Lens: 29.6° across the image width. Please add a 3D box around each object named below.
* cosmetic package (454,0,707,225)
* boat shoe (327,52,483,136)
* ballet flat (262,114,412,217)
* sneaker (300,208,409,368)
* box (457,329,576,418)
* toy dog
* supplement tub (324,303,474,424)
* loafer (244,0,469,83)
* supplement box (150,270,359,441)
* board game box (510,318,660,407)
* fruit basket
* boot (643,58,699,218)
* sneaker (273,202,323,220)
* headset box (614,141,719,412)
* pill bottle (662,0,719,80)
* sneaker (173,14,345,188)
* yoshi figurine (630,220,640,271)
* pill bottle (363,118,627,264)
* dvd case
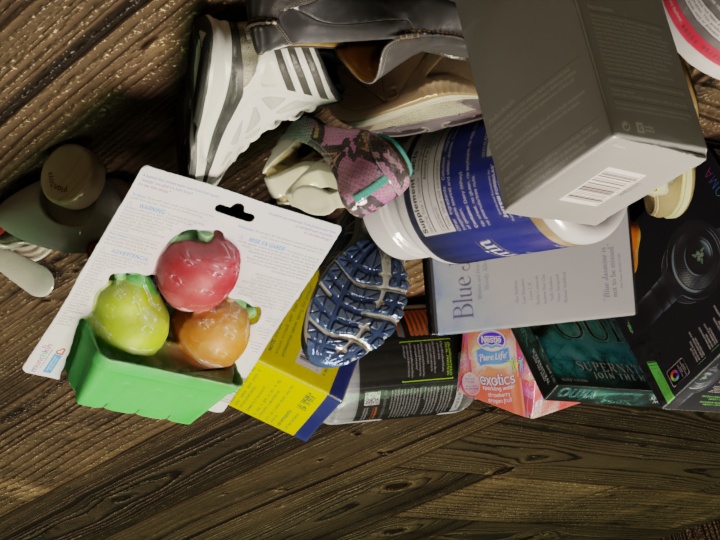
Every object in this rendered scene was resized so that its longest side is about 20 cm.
[{"bbox_3d":[0.129,-0.141,0.853,0.090,0.201,0.107,7,154,-33],"label":"cosmetic package"},{"bbox_3d":[0.075,-0.143,0.998,0.199,0.072,0.065,-14,163,18],"label":"boat shoe"},{"bbox_3d":[-0.030,-0.073,1.011,0.071,0.069,0.200,-35,-159,-14],"label":"ballet flat"},{"bbox_3d":[0.000,0.000,1.154,0.077,0.201,0.085,33,153,-14],"label":"sneaker"},{"bbox_3d":[0.205,0.080,1.438,0.199,0.095,0.102,-10,-159,-44],"label":"box"},{"bbox_3d":[-0.261,-0.020,1.092,0.200,0.097,0.132,-28,151,36],"label":"toy dog"},{"bbox_3d":[0.047,0.099,1.482,0.199,0.123,0.123,-3,156,-17],"label":"supplement tub"},{"bbox_3d":[0.007,-0.158,0.900,0.199,0.073,0.073,8,173,-32],"label":"loafer"},{"bbox_3d":[-0.102,0.047,1.200,0.199,0.110,0.109,26,149,-7],"label":"supplement box"},{"bbox_3d":[0.234,0.071,1.337,0.199,0.136,0.028,7,135,-34],"label":"board game box"},{"bbox_3d":[-0.137,0.018,1.046,0.185,0.094,0.201,15,114,-37],"label":"fruit basket"},{"bbox_3d":[0.204,-0.095,1.161,0.154,0.072,0.200,-13,152,4],"label":"boot"},{"bbox_3d":[-0.036,-0.022,1.258,0.082,0.070,0.200,-33,159,-16],"label":"sneaker"},{"bbox_3d":[0.328,0.013,1.280,0.092,0.175,0.200,7,137,-34],"label":"headset box"},{"bbox_3d":[0.282,-0.214,0.862,0.110,0.111,0.200,0,155,-25],"label":"pill bottle"},{"bbox_3d":[-0.072,-0.109,0.995,0.115,0.076,0.201,-2,154,-16],"label":"sneaker"},{"bbox_3d":[0.154,-0.016,1.285,0.199,0.113,0.112,-1,162,-16],"label":"yoshi figurine"},{"bbox_3d":[0.098,-0.066,1.053,0.115,0.116,0.199,10,167,-41],"label":"pill bottle"},{"bbox_3d":[0.151,-0.022,1.227,0.199,0.144,0.018,-5,-178,-13],"label":"dvd case"}]
